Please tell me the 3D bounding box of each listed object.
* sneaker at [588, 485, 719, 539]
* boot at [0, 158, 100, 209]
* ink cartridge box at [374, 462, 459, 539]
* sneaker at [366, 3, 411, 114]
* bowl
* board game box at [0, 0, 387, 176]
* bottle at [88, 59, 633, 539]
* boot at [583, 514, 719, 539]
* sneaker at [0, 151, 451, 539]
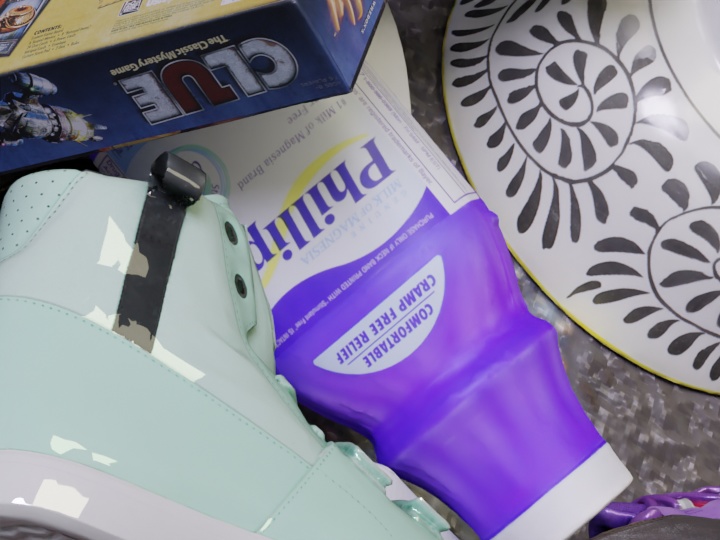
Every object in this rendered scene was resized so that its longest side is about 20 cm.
[{"bbox_3d":[0.119,0.091,0.917,0.083,0.081,0.200,42,44,5],"label":"sneaker"},{"bbox_3d":[-0.096,0.018,0.791,0.075,0.097,0.200,37,45,-8],"label":"boot"},{"bbox_3d":[-0.022,0.113,0.754,0.200,0.050,0.161,50,33,-47],"label":"ink cartridge box"},{"bbox_3d":[-0.052,-0.080,0.921,0.115,0.074,0.200,0,61,-24],"label":"sneaker"},{"bbox_3d":[0.137,-0.063,1.023,0.201,0.094,0.201,18,51,-25],"label":"bowl"},{"bbox_3d":[-0.077,-0.086,0.812,0.035,0.200,0.136,57,37,-34],"label":"board game box"},{"bbox_3d":[0.000,0.000,0.844,0.200,0.084,0.065,51,9,4],"label":"bottle"},{"bbox_3d":[0.111,0.110,0.762,0.200,0.174,0.069,-13,105,-53],"label":"boot"},{"bbox_3d":[-0.014,0.044,0.720,0.200,0.074,0.118,28,53,-34],"label":"sneaker"}]
